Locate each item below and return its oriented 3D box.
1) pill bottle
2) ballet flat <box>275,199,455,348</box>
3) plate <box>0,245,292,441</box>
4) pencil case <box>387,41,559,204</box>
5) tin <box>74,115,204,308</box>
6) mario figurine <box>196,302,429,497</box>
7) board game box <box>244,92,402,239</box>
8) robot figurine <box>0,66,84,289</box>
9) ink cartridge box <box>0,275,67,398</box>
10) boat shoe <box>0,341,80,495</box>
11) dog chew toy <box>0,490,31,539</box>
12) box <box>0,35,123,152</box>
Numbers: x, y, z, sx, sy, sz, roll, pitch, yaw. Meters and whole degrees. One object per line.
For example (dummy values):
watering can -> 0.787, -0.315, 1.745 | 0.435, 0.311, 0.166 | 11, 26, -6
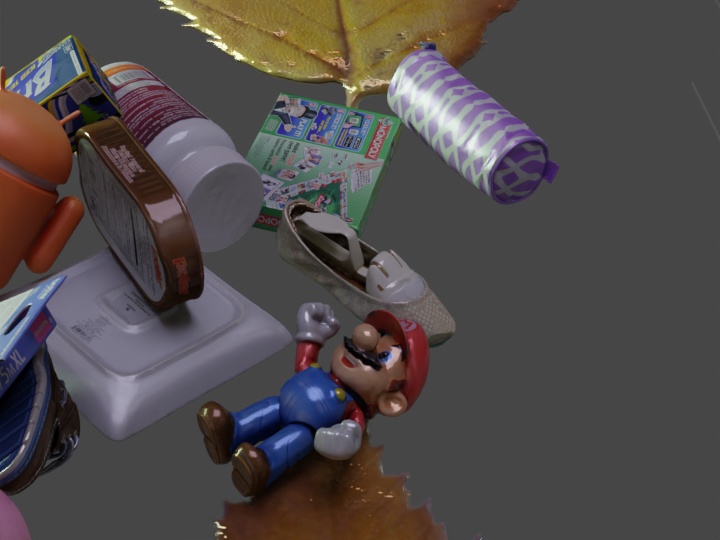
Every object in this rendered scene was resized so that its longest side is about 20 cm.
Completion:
pill bottle -> -0.181, -0.104, 1.352 | 0.109, 0.111, 0.200 | -21, 43, -32
ballet flat -> 0.000, 0.000, 1.299 | 0.199, 0.063, 0.067 | 30, 47, 25
plate -> -0.190, 0.039, 1.243 | 0.199, 0.033, 0.199 | -28, 51, -37
pencil case -> 0.108, -0.148, 1.493 | 0.085, 0.085, 0.200 | 5, 33, -43
tin -> -0.191, -0.049, 1.239 | 0.041, 0.113, 0.200 | -23, 46, -21
mario figurine -> -0.029, 0.085, 1.148 | 0.199, 0.106, 0.124 | -29, 85, -28
board game box -> -0.044, -0.102, 1.446 | 0.133, 0.029, 0.201 | 14, 39, 7
robot figurine -> -0.315, -0.064, 1.221 | 0.143, 0.202, 0.117 | 32, 4, 10
ink cartridge box -> -0.305, 0.076, 1.076 | 0.198, 0.042, 0.120 | -23, 21, 24
boat shoe -> -0.242, 0.110, 1.086 | 0.072, 0.073, 0.201 | -32, 26, 7
dog chew toy -> -0.312, 0.176, 0.986 | 0.199, 0.126, 0.124 | 26, 41, 34
box -> -0.315, -0.119, 1.313 | 0.199, 0.064, 0.070 | -34, 44, 4
